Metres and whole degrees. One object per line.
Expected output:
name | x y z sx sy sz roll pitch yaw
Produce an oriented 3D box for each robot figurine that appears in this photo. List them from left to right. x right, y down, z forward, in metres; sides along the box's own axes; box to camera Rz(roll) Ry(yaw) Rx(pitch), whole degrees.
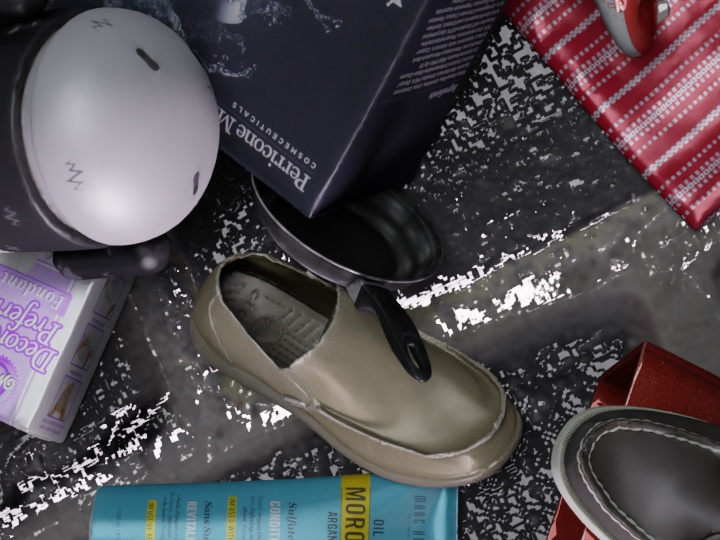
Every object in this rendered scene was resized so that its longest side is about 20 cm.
robot figurine | -0.166 -0.072 1.116 0.199 0.150 0.126 -2 74 36

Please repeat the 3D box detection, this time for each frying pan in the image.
frying pan | 0.011 -0.002 1.143 0.190 0.114 0.031 50 125 31

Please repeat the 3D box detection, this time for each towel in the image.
towel | 0.173 -0.141 1.184 0.144 0.022 0.200 -40 74 3

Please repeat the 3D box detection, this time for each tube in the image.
tube | -0.045 0.143 1.166 0.198 0.050 0.078 0 84 6

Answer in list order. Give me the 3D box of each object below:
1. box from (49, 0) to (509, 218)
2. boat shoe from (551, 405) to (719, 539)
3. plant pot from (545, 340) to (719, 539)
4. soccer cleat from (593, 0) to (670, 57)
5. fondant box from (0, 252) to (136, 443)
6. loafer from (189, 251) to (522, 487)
box | -0.029 -0.170 1.145 0.196 0.117 0.201 38 118 16
boat shoe | 0.178 0.115 0.928 0.200 0.061 0.072 27 82 -6
plant pot | 0.176 0.166 1.044 0.175 0.200 0.202 19 83 3
soccer cleat | 0.110 -0.201 1.167 0.085 0.069 0.202 -18 73 17
fondant box | -0.198 -0.024 1.221 0.143 0.058 0.202 22 85 15
loafer | -0.007 0.051 1.152 0.199 0.068 0.076 23 65 16
